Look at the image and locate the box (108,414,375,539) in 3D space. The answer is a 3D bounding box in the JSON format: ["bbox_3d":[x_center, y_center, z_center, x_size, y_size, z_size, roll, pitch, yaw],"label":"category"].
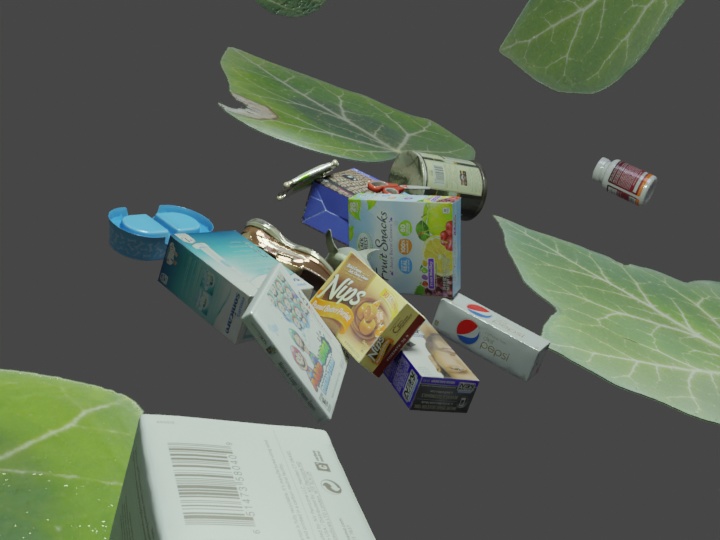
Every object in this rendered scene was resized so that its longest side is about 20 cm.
[{"bbox_3d":[-0.110,0.261,0.842,0.196,0.174,0.200,10,22,-25],"label":"box"}]

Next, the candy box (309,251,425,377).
[{"bbox_3d":[0.005,0.064,1.479,0.055,0.116,0.200,40,1,-35],"label":"candy box"}]

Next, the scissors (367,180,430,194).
[{"bbox_3d":[0.084,-0.183,2.056,0.072,0.014,0.199,27,24,22],"label":"scissors"}]

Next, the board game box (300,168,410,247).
[{"bbox_3d":[-0.005,-0.130,2.006,0.157,0.099,0.199,26,22,17],"label":"board game box"}]

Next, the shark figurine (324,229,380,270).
[{"bbox_3d":[0.009,-0.004,1.640,0.088,0.130,0.214,-21,37,-27],"label":"shark figurine"}]

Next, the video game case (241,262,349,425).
[{"bbox_3d":[-0.086,0.097,1.337,0.183,0.023,0.200,55,17,-12],"label":"video game case"}]

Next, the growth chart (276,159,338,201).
[{"bbox_3d":[-0.108,-0.189,1.974,0.143,0.018,0.200,-27,0,-13],"label":"growth chart"}]

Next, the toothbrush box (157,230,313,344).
[{"bbox_3d":[-0.195,0.021,1.481,0.198,0.087,0.145,32,23,31],"label":"toothbrush box"}]

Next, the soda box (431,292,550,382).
[{"bbox_3d":[0.226,0.113,1.661,0.198,0.065,0.068,28,22,22],"label":"soda box"}]

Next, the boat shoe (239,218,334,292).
[{"bbox_3d":[-0.130,-0.008,1.654,0.198,0.076,0.072,31,55,5],"label":"boat shoe"}]

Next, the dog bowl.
[{"bbox_3d":[-0.341,-0.063,1.609,0.111,0.050,0.198,32,24,30],"label":"dog bowl"}]

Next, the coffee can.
[{"bbox_3d":[0.186,-0.203,2.289,0.197,0.149,0.146,5,25,-33],"label":"coffee can"}]

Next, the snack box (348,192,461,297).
[{"bbox_3d":[0.079,-0.047,1.698,0.196,0.173,0.068,3,15,21],"label":"snack box"}]

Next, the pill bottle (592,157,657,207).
[{"bbox_3d":[0.893,-0.305,3.220,0.198,0.115,0.112,30,23,26],"label":"pill bottle"}]

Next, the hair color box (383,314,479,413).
[{"bbox_3d":[0.087,0.138,1.478,0.107,0.066,0.200,8,25,-29],"label":"hair color box"}]
